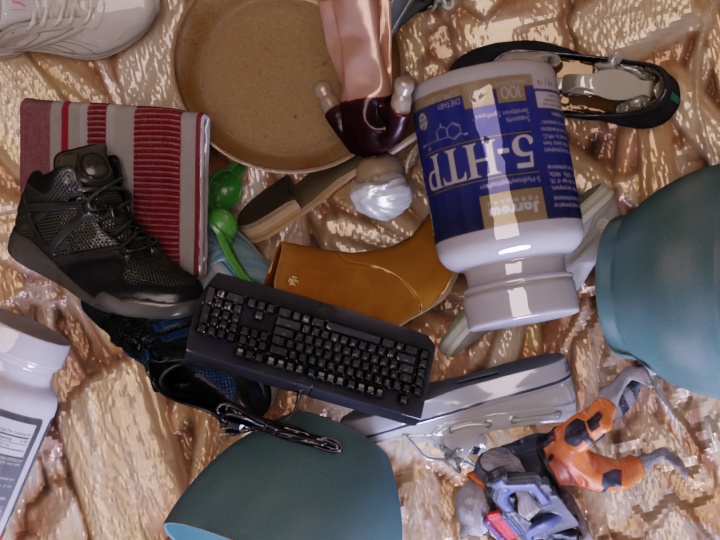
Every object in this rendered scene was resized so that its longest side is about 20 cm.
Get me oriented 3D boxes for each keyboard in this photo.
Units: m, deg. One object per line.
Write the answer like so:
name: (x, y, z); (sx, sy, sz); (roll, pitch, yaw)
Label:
keyboard: (-0.044, 0.085, 1.366); (0.200, 0.021, 0.127); (16, 75, -10)

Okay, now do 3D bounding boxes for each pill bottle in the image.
pill bottle: (-0.333, 0.137, 1.485); (0.116, 0.116, 0.200); (24, 92, 7)
pill bottle: (0.113, -0.057, 1.361); (0.120, 0.120, 0.200); (-11, 83, 7)

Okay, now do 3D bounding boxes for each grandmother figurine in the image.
grandmother figurine: (0.007, -0.139, 1.387); (0.061, 0.121, 0.200); (-12, 98, -25)

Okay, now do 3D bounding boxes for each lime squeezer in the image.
lime squeezer: (-0.105, -0.054, 1.463); (0.071, 0.038, 0.200); (-8, 49, 19)

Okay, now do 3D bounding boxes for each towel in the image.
towel: (-0.213, -0.072, 1.472); (0.200, 0.023, 0.144); (7, 101, 30)

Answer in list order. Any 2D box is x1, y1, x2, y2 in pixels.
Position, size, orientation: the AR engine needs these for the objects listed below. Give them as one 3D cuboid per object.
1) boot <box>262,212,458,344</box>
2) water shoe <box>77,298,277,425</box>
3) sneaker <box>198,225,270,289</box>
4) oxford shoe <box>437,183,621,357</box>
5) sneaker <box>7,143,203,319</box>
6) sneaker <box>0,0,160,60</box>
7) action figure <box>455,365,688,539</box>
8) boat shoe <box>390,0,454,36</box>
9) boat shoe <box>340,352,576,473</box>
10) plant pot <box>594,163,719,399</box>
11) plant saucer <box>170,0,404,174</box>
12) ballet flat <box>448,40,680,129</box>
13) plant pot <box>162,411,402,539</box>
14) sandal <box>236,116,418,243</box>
boot: (0.000, 0.001, 1.429); (0.144, 0.071, 0.201); (25, 76, -15)
water shoe: (-0.163, 0.064, 1.473); (0.200, 0.079, 0.072); (29, 114, 7)
sneaker: (-0.118, 0.001, 1.474); (0.200, 0.082, 0.074); (33, 93, 7)
oxford shoe: (0.148, 0.010, 1.445); (0.200, 0.075, 0.058); (-42, 96, 4)
sneaker: (-0.208, -0.034, 1.417); (0.199, 0.076, 0.114); (27, 116, 31)
sneaker: (-0.276, -0.223, 1.488); (0.200, 0.099, 0.078); (-8, 88, 7)
action figure: (0.169, 0.176, 1.418); (0.193, 0.200, 0.105); (-25, 46, 2)
boat shoe: (0.062, -0.253, 1.449); (0.062, 0.073, 0.200); (33, 79, -8)
boat shoe: (0.088, 0.136, 1.457); (0.202, 0.075, 0.086); (-15, 97, 0)
plant pot: (0.271, 0.010, 1.379); (0.134, 0.200, 0.200); (-2, 89, 29)
plant saucer: (-0.063, -0.173, 1.468); (0.200, 0.035, 0.200); (2, 74, -5)
ballet flat: (0.171, -0.160, 1.444); (0.200, 0.073, 0.073); (8, 91, 8)
plant pot: (-0.045, 0.197, 1.421); (0.200, 0.200, 0.135); (24, 71, 7)
sandal: (-0.001, -0.072, 1.479); (0.212, 0.078, 0.070); (-30, 117, 13)
